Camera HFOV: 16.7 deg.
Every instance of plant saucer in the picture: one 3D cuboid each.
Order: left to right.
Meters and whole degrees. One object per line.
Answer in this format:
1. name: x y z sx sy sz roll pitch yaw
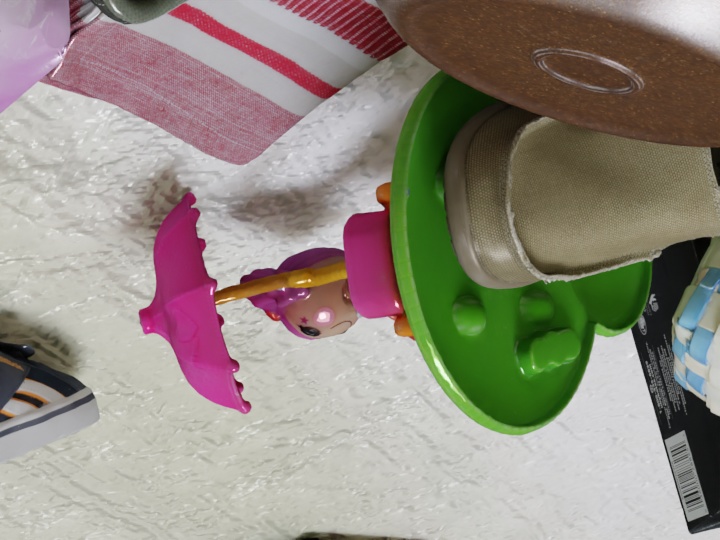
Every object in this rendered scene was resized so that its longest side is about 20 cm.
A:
1. plant saucer: 0.084 -0.085 0.870 0.199 0.037 0.200 17 170 3

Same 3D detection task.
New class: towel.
1. towel: -0.015 -0.112 0.940 0.199 0.023 0.144 -33 151 25

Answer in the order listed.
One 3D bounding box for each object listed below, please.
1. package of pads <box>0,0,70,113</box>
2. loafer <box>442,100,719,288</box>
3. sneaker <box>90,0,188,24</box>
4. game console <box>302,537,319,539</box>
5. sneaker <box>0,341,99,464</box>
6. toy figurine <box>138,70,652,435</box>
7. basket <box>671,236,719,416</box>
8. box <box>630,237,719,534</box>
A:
1. package of pads: -0.204 -0.090 0.794 0.120 0.076 0.199 -36 149 31
2. loafer: 0.108 -0.042 0.986 0.067 0.077 0.199 -8 -172 41
3. sneaker: -0.013 -0.145 0.804 0.199 0.080 0.074 -32 133 18
4. game console: -0.055 0.260 1.496 0.172 0.119 0.200 10 141 -44
5. sneaker: -0.181 0.055 1.091 0.078 0.080 0.200 -22 178 19
6. toy figurine: 0.000 0.000 1.052 0.183 0.151 0.199 -9 179 35
7. basket: 0.244 0.028 1.071 0.199 0.177 0.139 24 164 12
8. box: 0.251 0.032 1.216 0.199 0.150 0.124 -13 171 -13
